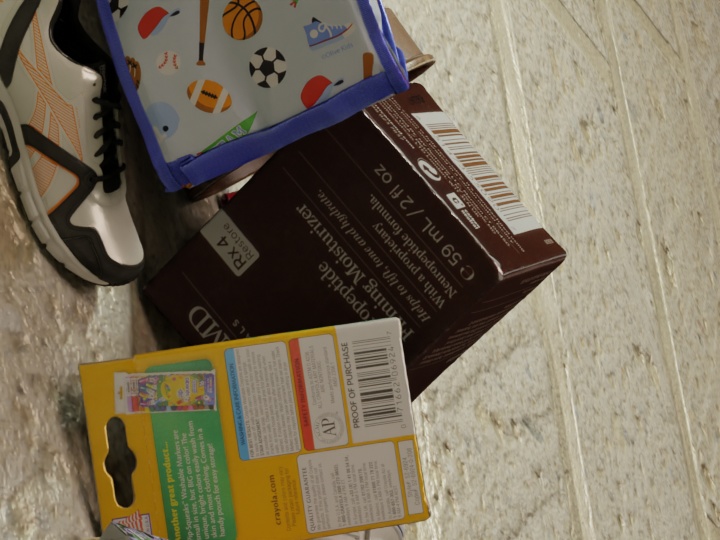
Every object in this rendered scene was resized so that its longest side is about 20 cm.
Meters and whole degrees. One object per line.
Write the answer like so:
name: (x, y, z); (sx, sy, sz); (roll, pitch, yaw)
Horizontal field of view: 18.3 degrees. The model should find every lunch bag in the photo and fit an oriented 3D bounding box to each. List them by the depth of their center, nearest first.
lunch bag: (-0.070, -0.156, 1.395); (0.124, 0.169, 0.201); (55, 13, -55)

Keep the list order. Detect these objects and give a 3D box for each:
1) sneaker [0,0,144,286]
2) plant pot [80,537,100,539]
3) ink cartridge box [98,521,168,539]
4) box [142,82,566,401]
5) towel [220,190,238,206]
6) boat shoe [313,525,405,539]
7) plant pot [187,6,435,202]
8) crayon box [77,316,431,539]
sneaker: (-0.178, -0.085, 1.381); (0.201, 0.080, 0.074); (66, 20, -12)
plant pot: (-0.133, 0.249, 1.247); (0.200, 0.027, 0.201); (49, 30, -40)
ink cartridge box: (-0.066, 0.207, 1.267); (0.109, 0.050, 0.200); (35, 3, 33)
box: (0.000, 0.000, 1.498); (0.166, 0.200, 0.164); (49, 18, 9)
towel: (-0.036, 0.028, 1.689); (0.201, 0.022, 0.145); (69, 21, 1)
boat shoe: (-0.030, 0.186, 1.485); (0.202, 0.074, 0.086); (29, 43, -55)
plant pot: (-0.081, -0.182, 1.567); (0.199, 0.200, 0.200); (61, 22, -1)
crayon box: (-0.067, 0.105, 1.361); (0.052, 0.199, 0.126); (150, -68, -76)
